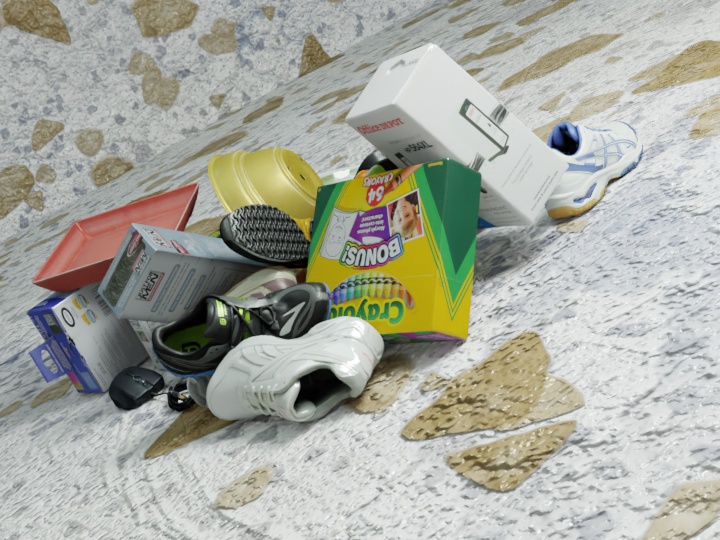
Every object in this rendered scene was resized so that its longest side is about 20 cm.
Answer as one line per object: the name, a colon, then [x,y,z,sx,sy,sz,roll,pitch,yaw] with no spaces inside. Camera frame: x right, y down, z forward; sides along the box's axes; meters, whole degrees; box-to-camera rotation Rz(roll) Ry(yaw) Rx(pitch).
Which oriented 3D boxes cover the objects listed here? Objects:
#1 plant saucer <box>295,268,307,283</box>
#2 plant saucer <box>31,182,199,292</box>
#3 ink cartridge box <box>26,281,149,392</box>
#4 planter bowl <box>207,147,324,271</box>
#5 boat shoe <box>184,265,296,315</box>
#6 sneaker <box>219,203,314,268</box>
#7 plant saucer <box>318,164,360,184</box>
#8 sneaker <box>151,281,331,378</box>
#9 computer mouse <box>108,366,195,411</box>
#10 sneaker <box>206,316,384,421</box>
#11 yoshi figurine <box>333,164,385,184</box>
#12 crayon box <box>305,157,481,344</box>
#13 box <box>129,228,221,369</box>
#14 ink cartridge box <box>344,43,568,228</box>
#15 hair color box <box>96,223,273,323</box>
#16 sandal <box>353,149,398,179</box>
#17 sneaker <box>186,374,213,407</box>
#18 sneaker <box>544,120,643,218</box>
plant saucer: [0.000,0.000,1.345,0.200,0.032,0.200,-24,18,8]
plant saucer: [-0.316,-0.040,1.462,0.199,0.037,0.200,-17,23,11]
ink cartridge box: [-0.346,0.072,1.467,0.076,0.137,0.200,-9,25,46]
planter bowl: [-0.102,-0.101,1.455,0.083,0.200,0.200,-39,13,19]
boat shoe: [-0.155,0.071,1.300,0.200,0.072,0.065,-34,47,13]
sneaker: [-0.102,-0.029,1.327,0.200,0.070,0.090,1,-22,-46]
plant saucer: [-0.006,-0.116,1.605,0.199,0.050,0.200,-10,13,2]
sneaker: [-0.124,0.060,1.137,0.199,0.083,0.071,-17,63,7]
computer mouse: [-0.249,0.139,1.309,0.059,0.034,0.200,-38,21,-33]
sneaker: [-0.076,0.112,1.075,0.200,0.078,0.099,-23,25,24]
yoshi figurine: [0.052,-0.044,1.245,0.200,0.112,0.113,25,92,47]
crayon box: [0.027,-0.012,1.132,0.200,0.058,0.173,-8,70,47]
box: [-0.209,0.029,1.435,0.200,0.110,0.035,-38,21,-28]
ink cartridge box: [0.099,-0.138,1.174,0.084,0.200,0.146,-56,18,-12]
hair color box: [-0.206,0.011,1.325,0.061,0.200,0.099,43,111,35]
sandal: [-0.005,-0.092,1.416,0.075,0.048,0.201,-13,-33,-39]
sneaker: [-0.111,0.071,1.229,0.200,0.075,0.082,-30,19,-6]
sneaker: [0.265,-0.142,1.269,0.075,0.088,0.200,-14,21,41]
